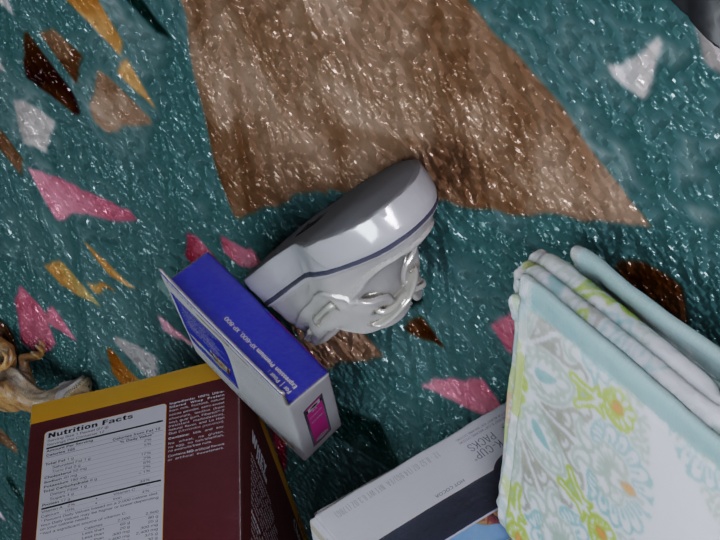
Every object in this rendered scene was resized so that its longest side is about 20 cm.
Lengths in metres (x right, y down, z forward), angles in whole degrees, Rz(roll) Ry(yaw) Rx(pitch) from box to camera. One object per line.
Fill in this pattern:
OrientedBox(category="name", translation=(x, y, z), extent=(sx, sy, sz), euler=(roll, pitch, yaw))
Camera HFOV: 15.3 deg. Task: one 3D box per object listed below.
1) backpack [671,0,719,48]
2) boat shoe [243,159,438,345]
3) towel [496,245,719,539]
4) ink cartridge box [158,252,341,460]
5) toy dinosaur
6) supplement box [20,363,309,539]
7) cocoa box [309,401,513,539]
OrientedBox(category="backpack", translation=(0.157, -0.190, 0.798), extent=(0.154, 0.163, 0.200), euler=(52, 150, 29))
OrientedBox(category="boat shoe", translation=(0.000, 0.000, 1.344), extent=(0.066, 0.072, 0.200), euler=(50, 154, -5))
OrientedBox(category="towel", translation=(0.136, 0.101, 1.215), extent=(0.200, 0.048, 0.172), euler=(42, 145, 39))
OrientedBox(category="ink cartridge box", translation=(-0.058, 0.045, 1.455), extent=(0.095, 0.037, 0.200), euler=(45, 174, 11))
OrientedBox(category="toy dinosaur", translation=(-0.261, 0.071, 1.825), extent=(0.200, 0.060, 0.106), euler=(9, 134, 52))
OrientedBox(category="supplement box", translation=(-0.105, 0.197, 1.567), extent=(0.200, 0.132, 0.198), euler=(-94, -12, -54))
OrientedBox(category="cocoa box", translation=(0.071, 0.198, 1.392), extent=(0.131, 0.133, 0.200), euler=(47, 156, 38))
